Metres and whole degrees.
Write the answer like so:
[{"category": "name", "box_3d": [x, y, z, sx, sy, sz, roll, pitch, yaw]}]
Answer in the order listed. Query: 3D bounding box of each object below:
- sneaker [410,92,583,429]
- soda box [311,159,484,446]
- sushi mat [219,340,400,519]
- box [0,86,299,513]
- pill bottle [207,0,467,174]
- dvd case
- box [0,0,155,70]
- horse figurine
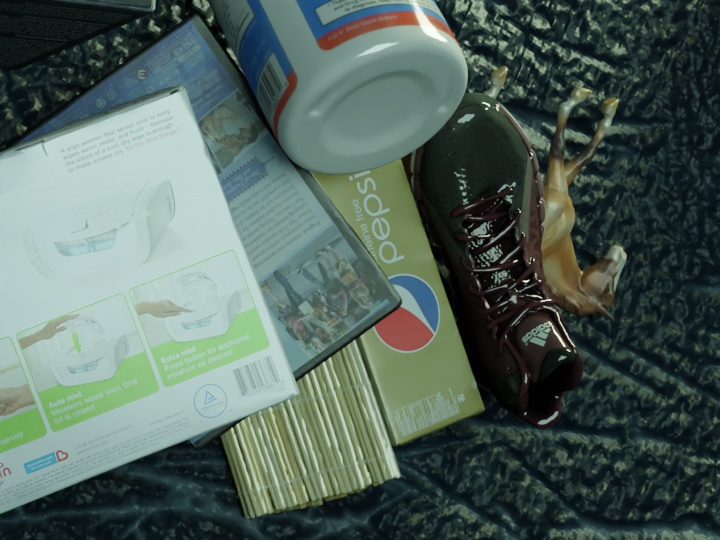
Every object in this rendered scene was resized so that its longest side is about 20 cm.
[{"category": "sneaker", "box_3d": [0.090, 0.003, 1.562, 0.076, 0.116, 0.200, -21, 122, -10]}, {"category": "soda box", "box_3d": [0.000, 0.000, 1.582, 0.064, 0.068, 0.200, -19, 93, -28]}, {"category": "sushi mat", "box_3d": [-0.051, 0.038, 1.552, 0.096, 0.012, 0.200, -18, 93, 12]}, {"category": "box", "box_3d": [-0.158, 0.019, 1.452, 0.200, 0.097, 0.177, -22, 94, -9]}, {"category": "pill bottle", "box_3d": [-0.028, -0.160, 1.523, 0.112, 0.112, 0.200, -8, 55, -28]}, {"category": "dvd case", "box_3d": [-0.090, -0.021, 1.522, 0.143, 0.018, 0.200, -35, 93, -1]}, {"category": "box", "box_3d": [-0.190, -0.194, 1.431, 0.107, 0.200, 0.149, 4, 83, -28]}, {"category": "horse figurine", "box_3d": [0.083, -0.054, 1.635, 0.200, 0.050, 0.133, 13, 96, -34]}]
